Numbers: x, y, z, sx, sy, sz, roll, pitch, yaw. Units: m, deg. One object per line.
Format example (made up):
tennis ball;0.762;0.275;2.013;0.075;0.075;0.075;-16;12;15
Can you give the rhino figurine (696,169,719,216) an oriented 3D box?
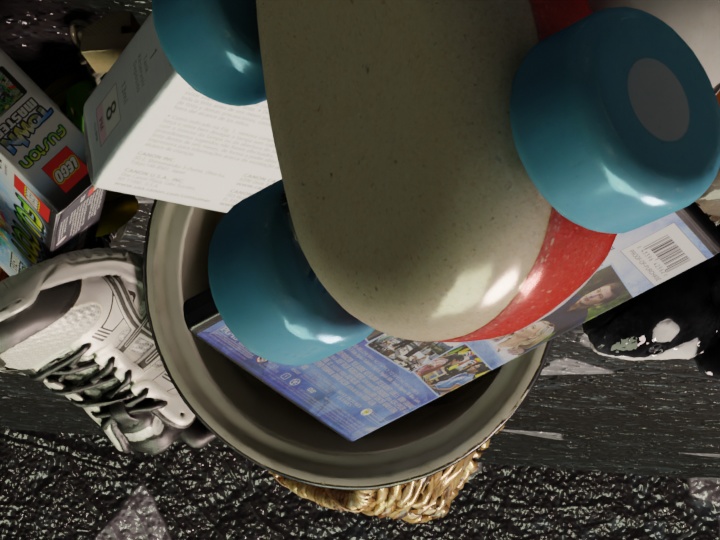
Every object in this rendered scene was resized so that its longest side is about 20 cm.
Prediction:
rhino figurine;0.200;-0.054;1.027;0.199;0.060;0.087;3;177;-5

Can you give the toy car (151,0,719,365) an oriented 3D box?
toy car;0.069;-0.068;0.743;0.199;0.178;0.184;-4;166;-41

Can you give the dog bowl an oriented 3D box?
dog bowl;0.000;0.000;1.078;0.199;0.201;0.074;3;-172;10

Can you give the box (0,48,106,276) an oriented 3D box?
box;-0.172;-0.052;1.061;0.110;0.035;0.200;45;164;3

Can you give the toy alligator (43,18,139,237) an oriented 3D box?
toy alligator;-0.120;-0.074;1.091;0.054;0.059;0.200;-29;164;-23

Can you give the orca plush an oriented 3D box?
orca plush;0.206;-0.002;1.196;0.199;0.106;0.071;-2;157;-36

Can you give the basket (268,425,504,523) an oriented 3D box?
basket;-0.034;0.046;1.254;0.200;0.143;0.149;41;-165;35

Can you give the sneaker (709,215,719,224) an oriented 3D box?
sneaker;0.112;-0.044;1.137;0.199;0.085;0.073;-26;147;27

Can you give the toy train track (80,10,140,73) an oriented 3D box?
toy train track;-0.015;-0.107;0.917;0.199;0.033;0.115;-3;162;9

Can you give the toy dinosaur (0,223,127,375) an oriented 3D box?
toy dinosaur;-0.159;-0.009;1.219;0.199;0.136;0.102;6;169;-11

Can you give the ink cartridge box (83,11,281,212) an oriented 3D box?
ink cartridge box;0.006;-0.089;0.879;0.162;0.057;0.200;11;138;-32

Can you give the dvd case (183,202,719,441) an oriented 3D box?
dvd case;0.042;0.002;0.964;0.199;0.018;0.143;-28;144;18

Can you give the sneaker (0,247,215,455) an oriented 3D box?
sneaker;-0.115;0.045;1.093;0.075;0.088;0.200;-25;163;25
